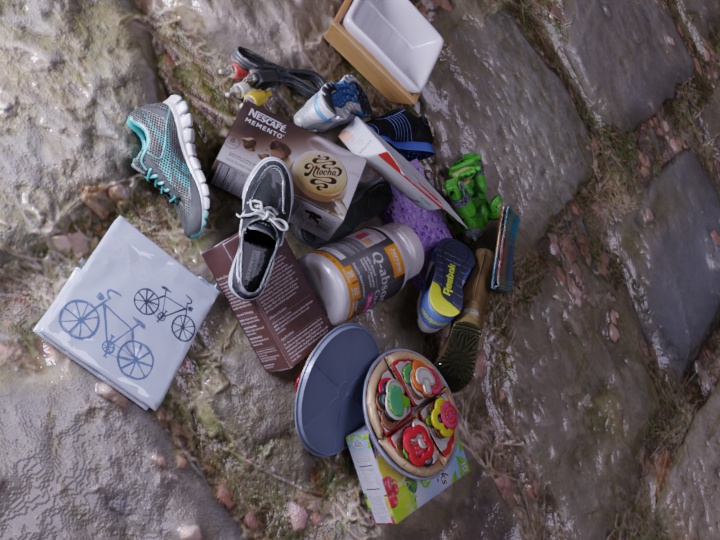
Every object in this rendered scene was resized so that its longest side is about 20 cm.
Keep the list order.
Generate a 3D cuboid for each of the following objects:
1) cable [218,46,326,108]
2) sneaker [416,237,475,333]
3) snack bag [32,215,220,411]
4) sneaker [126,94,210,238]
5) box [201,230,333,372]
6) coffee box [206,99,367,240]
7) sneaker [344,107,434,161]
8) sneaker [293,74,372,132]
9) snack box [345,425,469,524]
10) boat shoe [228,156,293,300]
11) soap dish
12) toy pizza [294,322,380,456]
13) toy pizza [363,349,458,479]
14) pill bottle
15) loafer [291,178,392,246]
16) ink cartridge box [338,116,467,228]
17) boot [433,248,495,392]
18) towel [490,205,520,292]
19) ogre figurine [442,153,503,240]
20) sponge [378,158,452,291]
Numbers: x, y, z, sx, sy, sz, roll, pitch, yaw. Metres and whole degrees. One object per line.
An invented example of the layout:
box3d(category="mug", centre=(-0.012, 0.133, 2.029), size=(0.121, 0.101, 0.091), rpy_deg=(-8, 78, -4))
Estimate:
box3d(category="cable", centre=(-0.138, -0.298, 1.382), size=(0.200, 0.050, 0.097), rpy_deg=(-16, 74, -53))
box3d(category="sneaker", centre=(0.134, 0.022, 1.461), size=(0.074, 0.082, 0.200), rpy_deg=(28, 42, -1))
box3d(category="snack bag", centre=(-0.296, 0.051, 1.157), size=(0.188, 0.021, 0.200), rpy_deg=(40, 57, -26))
box3d(category="sneaker", centre=(-0.266, -0.136, 1.211), size=(0.091, 0.078, 0.201), rpy_deg=(-13, 83, -25))
box3d(category="box", centre=(-0.131, 0.035, 1.267), size=(0.100, 0.075, 0.201), rpy_deg=(-34, 103, -39))
box3d(category="coffee box", centre=(-0.107, -0.144, 1.287), size=(0.199, 0.080, 0.113), rpy_deg=(26, 62, -9))
box3d(category="sneaker", centre=(0.045, -0.235, 1.490), size=(0.200, 0.070, 0.078), rpy_deg=(3, 73, -46))
box3d(category="sneaker", centre=(-0.048, -0.260, 1.416), size=(0.075, 0.086, 0.200), rpy_deg=(63, 26, -1))
box3d(category="snack box", centre=(0.077, 0.286, 1.378), size=(0.200, 0.053, 0.143), rpy_deg=(-19, 93, -48))
box3d(category="boat shoe", centre=(-0.132, -0.060, 1.183), size=(0.073, 0.068, 0.200), rpy_deg=(20, 78, -13))
box3d(category="soap dish", centre=(0.040, -0.397, 1.514), size=(0.200, 0.081, 0.158), rpy_deg=(39, 56, -25))
box3d(category="toy pizza", centre=(-0.037, 0.174, 1.305), size=(0.200, 0.032, 0.201), rpy_deg=(-22, 118, -50))
box3d(category="toy pizza", centre=(0.085, 0.213, 1.340), size=(0.200, 0.032, 0.201), rpy_deg=(21, 56, -36))
box3d(category="pill bottle", centre=(0.000, 0.000, 1.356), size=(0.200, 0.116, 0.117), rpy_deg=(-27, 96, -40))
box3d(category="loafer", centre=(-0.037, -0.093, 1.396), size=(0.200, 0.063, 0.072), rpy_deg=(-28, 121, -37))
box3d(category="ink cartridge box", centre=(0.063, -0.136, 1.351), size=(0.162, 0.050, 0.200), rpy_deg=(36, 16, -37))
box3d(category="boot", centre=(0.182, 0.086, 1.503), size=(0.066, 0.176, 0.200), rpy_deg=(21, 37, 1))
box3d(category="towel", centre=(0.254, -0.034, 1.547), size=(0.200, 0.022, 0.147), rpy_deg=(8, 89, -76))
box3d(category="ogre figurine", centre=(0.195, -0.131, 1.566), size=(0.098, 0.200, 0.120), rpy_deg=(-20, 107, 2))
box3d(category="sponge", centre=(0.095, -0.078, 1.512), size=(0.111, 0.030, 0.201), rpy_deg=(-32, 100, -39))
